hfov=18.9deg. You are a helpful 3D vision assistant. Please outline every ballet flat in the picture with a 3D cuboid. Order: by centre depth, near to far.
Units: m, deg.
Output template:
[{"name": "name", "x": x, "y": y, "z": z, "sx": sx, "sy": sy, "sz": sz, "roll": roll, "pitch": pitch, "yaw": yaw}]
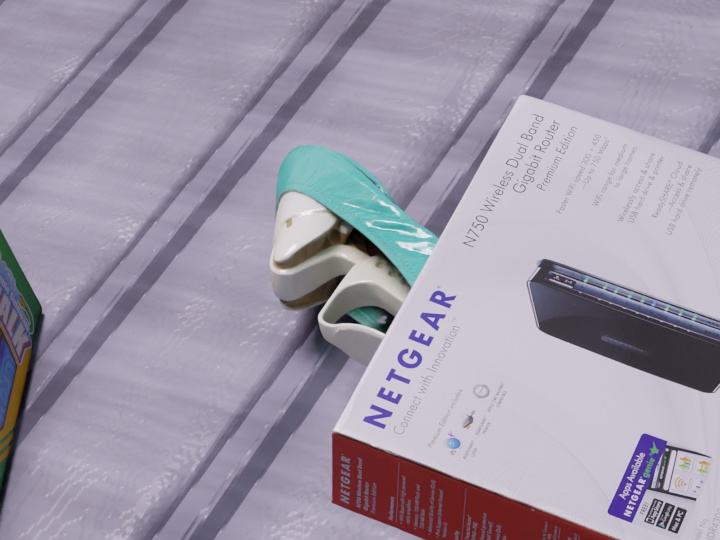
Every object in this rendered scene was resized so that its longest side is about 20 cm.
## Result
[{"name": "ballet flat", "x": 0.000, "y": 0.000, "z": 0.973, "sx": 0.070, "sy": 0.068, "sz": 0.200, "roll": -24, "pitch": 38, "yaw": -27}]

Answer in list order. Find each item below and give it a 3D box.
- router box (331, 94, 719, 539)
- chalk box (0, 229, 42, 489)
[{"name": "router box", "x": 0.108, "y": 0.037, "z": 0.857, "sx": 0.178, "sy": 0.049, "sz": 0.201, "roll": 19, "pitch": 52, "yaw": 14}, {"name": "chalk box", "x": -0.234, "y": 0.023, "z": 1.019, "sx": 0.123, "sy": 0.124, "sz": 0.201, "roll": -11, "pitch": 39, "yaw": 14}]
